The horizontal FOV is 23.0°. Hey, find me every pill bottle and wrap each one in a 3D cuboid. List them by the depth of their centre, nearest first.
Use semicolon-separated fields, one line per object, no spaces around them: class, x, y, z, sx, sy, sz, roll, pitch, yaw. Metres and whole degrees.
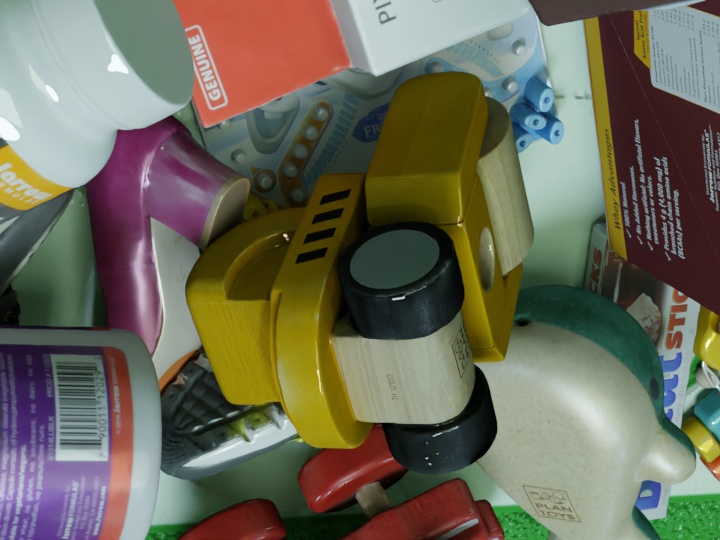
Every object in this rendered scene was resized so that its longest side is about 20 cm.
pill bottle;-0.182;-0.075;0.794;0.199;0.117;0.117;-23;124;18
pill bottle;-0.201;0.080;0.824;0.199;0.111;0.112;3;113;-22

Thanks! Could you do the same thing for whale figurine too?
whale figurine;0.128;0.092;1.040;0.104;0.158;0.201;-58;136;-37

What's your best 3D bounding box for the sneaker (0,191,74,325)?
sneaker;-0.193;0.020;0.904;0.200;0.075;0.106;-44;127;13

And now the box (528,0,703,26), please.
box;0.128;-0.248;0.810;0.200;0.165;0.165;50;53;-33

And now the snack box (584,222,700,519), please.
snack box;0.167;0.065;1.092;0.071;0.024;0.201;-5;115;-20

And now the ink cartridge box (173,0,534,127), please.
ink cartridge box;-0.027;-0.189;0.854;0.173;0.044;0.201;-24;106;-12

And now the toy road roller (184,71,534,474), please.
toy road roller;0.000;0.000;0.900;0.145;0.201;0.123;0;131;19

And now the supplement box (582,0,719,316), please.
supplement box;0.225;-0.086;0.927;0.132;0.200;0.198;-18;114;-17

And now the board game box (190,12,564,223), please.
board game box;0.004;-0.123;0.935;0.199;0.026;0.201;-22;121;-11

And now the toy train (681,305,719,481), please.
toy train;0.277;0.051;1.113;0.149;0.056;0.201;-5;115;-20

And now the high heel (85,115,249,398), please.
high heel;-0.127;0.004;0.940;0.067;0.096;0.201;-38;155;-46

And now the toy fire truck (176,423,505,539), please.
toy fire truck;-0.012;0.182;1.012;0.199;0.113;0.168;-30;160;0

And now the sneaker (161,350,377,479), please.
sneaker;-0.022;0.071;0.973;0.199;0.074;0.085;-27;134;-23
